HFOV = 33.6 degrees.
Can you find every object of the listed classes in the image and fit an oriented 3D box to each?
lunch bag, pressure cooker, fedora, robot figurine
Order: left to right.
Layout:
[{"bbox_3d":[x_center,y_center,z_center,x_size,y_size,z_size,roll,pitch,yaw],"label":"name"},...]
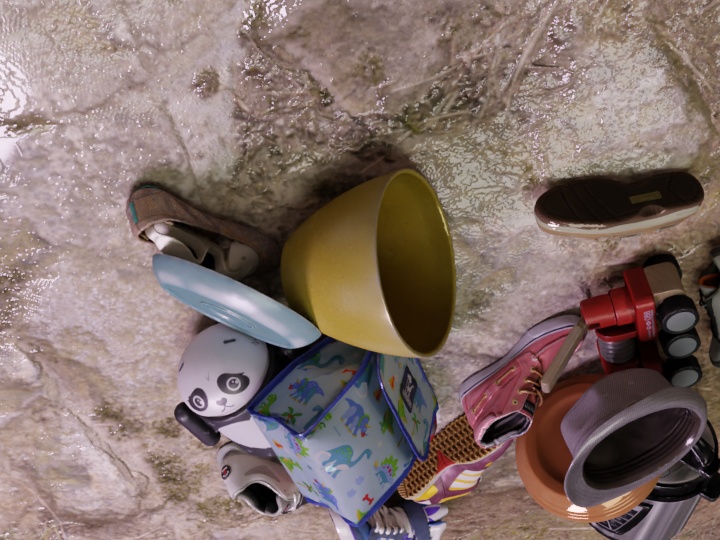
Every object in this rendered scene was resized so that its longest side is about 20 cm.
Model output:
[{"bbox_3d":[-0.128,0.146,1.421,0.200,0.125,0.150,46,67,-42],"label":"robot figurine"},{"bbox_3d":[0.000,0.162,1.375,0.200,0.127,0.170,-45,129,-26],"label":"lunch bag"},{"bbox_3d":[0.313,0.188,1.438,0.200,0.090,0.177,-33,138,4],"label":"fedora"},{"bbox_3d":[0.386,0.256,1.620,0.176,0.179,0.200,1,138,-8],"label":"pressure cooker"}]

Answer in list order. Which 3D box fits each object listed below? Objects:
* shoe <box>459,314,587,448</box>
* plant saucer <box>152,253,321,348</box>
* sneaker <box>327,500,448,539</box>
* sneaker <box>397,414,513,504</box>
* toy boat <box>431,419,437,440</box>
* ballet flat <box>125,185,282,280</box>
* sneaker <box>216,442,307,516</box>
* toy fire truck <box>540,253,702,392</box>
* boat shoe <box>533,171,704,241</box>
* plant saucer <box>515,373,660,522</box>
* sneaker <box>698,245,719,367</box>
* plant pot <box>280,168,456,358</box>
[{"bbox_3d":[0.217,0.145,1.528,0.200,0.091,0.071,-38,131,22],"label":"shoe"},{"bbox_3d":[-0.138,0.039,1.286,0.200,0.200,0.027,34,76,-37],"label":"plant saucer"},{"bbox_3d":[0.048,0.352,1.694,0.146,0.081,0.200,-30,140,2],"label":"sneaker"},{"bbox_3d":[0.145,0.259,1.648,0.200,0.075,0.090,-35,140,29],"label":"sneaker"},{"bbox_3d":[0.005,0.231,1.535,0.200,0.131,0.131,-20,135,6],"label":"toy boat"},{"bbox_3d":[-0.166,-0.023,1.286,0.200,0.067,0.068,23,126,-32],"label":"ballet flat"},{"bbox_3d":[-0.102,0.300,1.611,0.200,0.089,0.074,18,126,-30],"label":"sneaker"},{"bbox_3d":[0.315,0.095,1.482,0.200,0.129,0.176,-13,136,6],"label":"toy fire truck"},{"bbox_3d":[0.291,-0.059,1.364,0.200,0.072,0.076,-5,147,-9],"label":"boat shoe"},{"bbox_3d":[0.293,0.224,1.547,0.200,0.200,0.037,-27,145,13],"label":"plant saucer"},{"bbox_3d":[0.460,0.041,1.507,0.079,0.074,0.200,-1,129,1],"label":"sneaker"},{"bbox_3d":[0.000,0.000,1.284,0.142,0.200,0.200,-7,141,28],"label":"plant pot"}]
